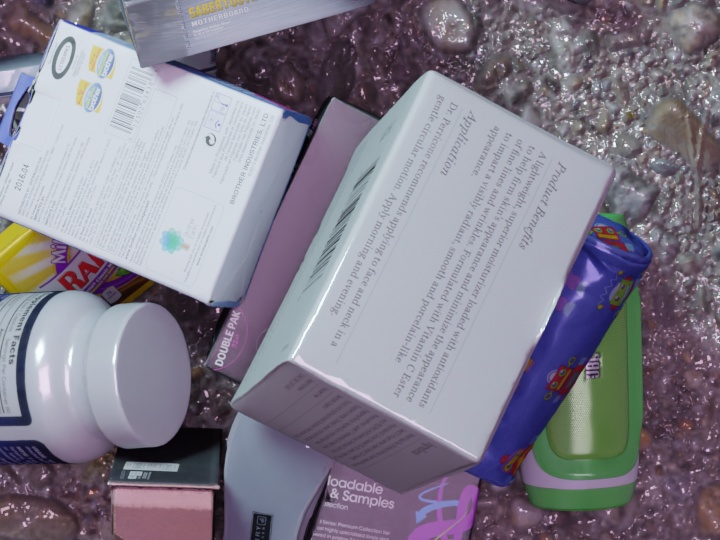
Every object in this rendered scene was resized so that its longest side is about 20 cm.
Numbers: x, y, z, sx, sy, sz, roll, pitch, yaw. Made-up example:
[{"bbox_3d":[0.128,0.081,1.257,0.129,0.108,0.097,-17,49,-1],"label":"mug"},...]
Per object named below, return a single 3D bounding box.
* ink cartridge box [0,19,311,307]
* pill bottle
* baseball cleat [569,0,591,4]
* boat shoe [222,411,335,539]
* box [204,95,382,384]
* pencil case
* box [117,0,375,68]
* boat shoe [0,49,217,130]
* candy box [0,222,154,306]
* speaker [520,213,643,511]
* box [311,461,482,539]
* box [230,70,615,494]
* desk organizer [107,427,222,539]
[{"bbox_3d":[-0.151,-0.075,1.515,0.199,0.076,0.137,22,92,12],"label":"ink cartridge box"},{"bbox_3d":[-0.221,0.072,1.555,0.199,0.116,0.117,-2,95,27],"label":"pill bottle"},{"bbox_3d":[0.068,-0.225,1.614,0.200,0.070,0.107,37,98,5],"label":"baseball cleat"},{"bbox_3d":[-0.053,0.149,1.538,0.073,0.068,0.201,7,104,5],"label":"boat shoe"},{"bbox_3d":[0.000,0.000,1.593,0.148,0.124,0.201,25,94,-5],"label":"box"},{"bbox_3d":[0.112,0.047,1.552,0.087,0.078,0.201,43,110,32],"label":"pencil case"},{"bbox_3d":[-0.089,-0.211,1.532,0.157,0.200,0.049,-15,120,-5],"label":"box"},{"bbox_3d":[-0.197,-0.107,1.608,0.201,0.075,0.087,-7,102,-10],"label":"boat shoe"},{"bbox_3d":[-0.157,-0.039,1.605,0.200,0.026,0.102,-40,126,3],"label":"candy box"},{"bbox_3d":[0.151,0.063,1.624,0.088,0.088,0.201,-2,94,-2],"label":"speaker"},{"bbox_3d":[0.001,0.223,1.654,0.142,0.036,0.201,10,95,-4],"label":"box"},{"bbox_3d":[0.034,0.014,1.410,0.130,0.200,0.200,28,74,-6],"label":"box"},{"bbox_3d":[-0.130,0.160,1.561,0.071,0.200,0.078,2,96,-3],"label":"desk organizer"}]
